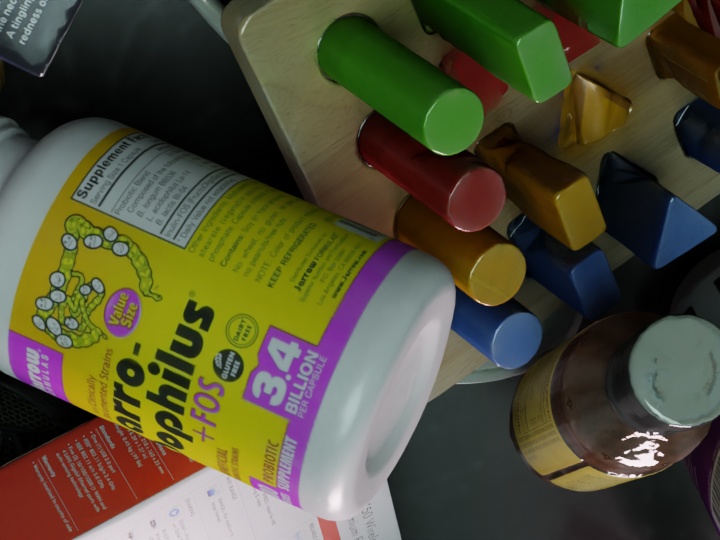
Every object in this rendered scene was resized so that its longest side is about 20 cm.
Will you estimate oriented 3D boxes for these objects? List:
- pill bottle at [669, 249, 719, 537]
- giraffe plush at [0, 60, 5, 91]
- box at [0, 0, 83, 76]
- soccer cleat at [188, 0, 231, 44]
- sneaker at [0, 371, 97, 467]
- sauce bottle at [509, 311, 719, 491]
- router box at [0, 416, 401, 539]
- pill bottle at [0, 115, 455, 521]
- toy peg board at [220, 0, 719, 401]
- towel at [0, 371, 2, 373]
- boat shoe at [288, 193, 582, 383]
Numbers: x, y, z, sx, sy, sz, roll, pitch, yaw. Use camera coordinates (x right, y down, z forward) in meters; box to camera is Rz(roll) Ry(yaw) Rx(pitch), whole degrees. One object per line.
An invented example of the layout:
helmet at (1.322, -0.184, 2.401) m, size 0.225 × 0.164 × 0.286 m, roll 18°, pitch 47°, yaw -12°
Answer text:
pill bottle at (0.187, 0.062, 0.949) m, size 0.112 × 0.200 × 0.113 m, roll -2°, pitch 115°, yaw -5°
giraffe plush at (-0.237, -0.030, 0.879) m, size 0.199 × 0.162 × 0.173 m, roll 3°, pitch 114°, yaw -8°
box at (-0.170, -0.188, 0.797) m, size 0.198 × 0.200 × 0.124 m, roll 26°, pitch 109°, yaw -16°
soccer cleat at (-0.009, -0.084, 0.924) m, size 0.200 × 0.086 × 0.070 m, roll 40°, pitch 104°, yaw -21°
sneaker at (-0.149, 0.081, 0.947) m, size 0.198 × 0.114 × 0.077 m, roll 11°, pitch 111°, yaw -12°
sauce bottle at (0.104, 0.051, 0.902) m, size 0.064 × 0.200 × 0.065 m, roll 1°, pitch 82°, yaw -7°
router box at (-0.071, 0.131, 0.967) m, size 0.179 × 0.049 × 0.200 m, roll -27°, pitch 141°, yaw -12°
pill bottle at (-0.072, 0.009, 0.856) m, size 0.199 × 0.104 × 0.105 m, roll 23°, pitch 112°, yaw 13°
toy peg board at (0.083, -0.058, 0.888) m, size 0.200 × 0.098 × 0.200 m, roll -34°, pitch 126°, yaw -12°
towel at (-0.122, 0.075, 1.018) m, size 0.144 × 0.023 × 0.200 m, roll 38°, pitch 103°, yaw -18°
boat shoe at (0.000, 0.000, 0.977) m, size 0.199 × 0.060 × 0.076 m, roll 11°, pitch 107°, yaw -26°
